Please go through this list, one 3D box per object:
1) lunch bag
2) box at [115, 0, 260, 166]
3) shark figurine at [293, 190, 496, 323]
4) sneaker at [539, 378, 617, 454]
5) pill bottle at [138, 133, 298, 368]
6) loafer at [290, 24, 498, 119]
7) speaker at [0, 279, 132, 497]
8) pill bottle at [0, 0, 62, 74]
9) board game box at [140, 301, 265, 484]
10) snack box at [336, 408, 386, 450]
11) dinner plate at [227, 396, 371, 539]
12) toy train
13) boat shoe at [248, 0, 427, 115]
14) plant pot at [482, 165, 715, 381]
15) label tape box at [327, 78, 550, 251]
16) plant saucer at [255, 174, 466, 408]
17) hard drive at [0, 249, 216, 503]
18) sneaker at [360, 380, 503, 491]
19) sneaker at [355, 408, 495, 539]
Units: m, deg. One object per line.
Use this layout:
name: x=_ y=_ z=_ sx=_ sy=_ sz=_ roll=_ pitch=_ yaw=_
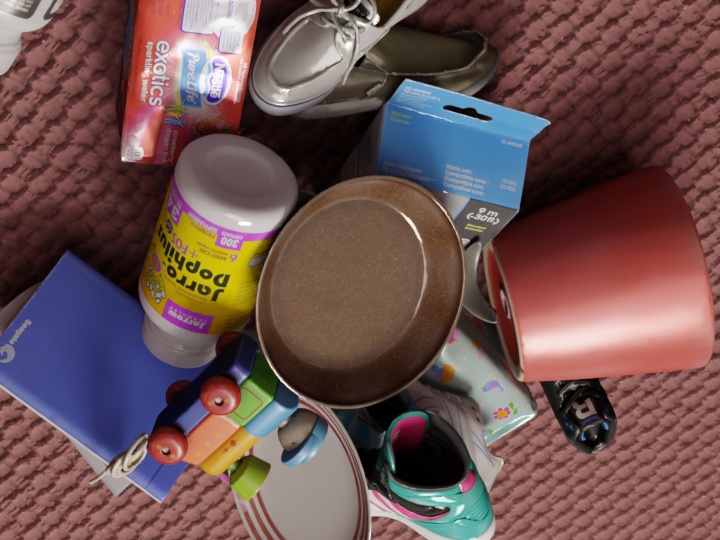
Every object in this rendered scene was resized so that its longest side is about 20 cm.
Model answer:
lunch bag: x=0.049 y=0.120 z=1.318 sx=0.199 sy=0.123 sz=0.170 roll=-35 pitch=123 yaw=18
box: x=-0.144 y=-0.194 z=1.089 sx=0.098 sy=0.096 sz=0.202 roll=4 pitch=122 yaw=-15
shark figurine: x=0.008 y=0.011 z=1.184 sx=0.213 sy=0.090 sz=0.128 roll=21 pitch=146 yaw=-25
sneaker: x=0.217 y=0.105 z=1.346 sx=0.072 sy=0.112 sz=0.201 roll=-27 pitch=124 yaw=5
pill bottle: x=-0.128 y=-0.010 z=1.110 sx=0.103 sy=0.105 sz=0.201 roll=10 pitch=132 yaw=-17
loafer: x=0.024 y=-0.182 z=1.144 sx=0.197 sy=0.076 sz=0.070 roll=-11 pitch=128 yaw=-4
speaker: x=-0.258 y=0.107 z=1.215 sx=0.081 sy=0.081 sz=0.201 roll=-40 pitch=88 yaw=15
pill bottle: x=-0.268 y=-0.259 z=1.009 sx=0.116 sy=0.117 sz=0.201 roll=27 pitch=113 yaw=-26
board game box: x=-0.134 y=0.107 z=1.253 sx=0.199 sy=0.064 sz=0.148 roll=33 pitch=114 yaw=6
snack box: x=-0.016 y=0.201 z=1.328 sx=0.116 sy=0.037 sz=0.199 roll=35 pitch=148 yaw=-18
dinner plate: x=-0.053 y=0.189 z=1.172 sx=0.024 sy=0.200 sz=0.202 roll=-17 pitch=132 yaw=-41
toy train: x=-0.128 y=0.155 z=1.117 sx=0.115 sy=0.085 sz=0.200 roll=40 pitch=115 yaw=-15
boat shoe: x=-0.008 y=-0.207 z=1.071 sx=0.201 sy=0.086 sz=0.075 roll=-38 pitch=87 yaw=-14
plant pot: x=0.216 y=0.015 z=1.236 sx=0.175 sy=0.201 sz=0.202 roll=-13 pitch=124 yaw=-2
label tape box: x=0.064 y=-0.076 z=1.177 sx=0.142 sy=0.067 sz=0.200 roll=12 pitch=150 yaw=-18
plant saucer: x=-0.003 y=0.015 z=1.099 sx=0.198 sy=0.037 sz=0.203 roll=-9 pitch=110 yaw=-26
hard drive: x=-0.221 y=0.094 z=1.171 sx=0.199 sy=0.025 sz=0.133 roll=36 pitch=70 yaw=-4
sneaker: x=0.066 y=0.136 z=1.229 sx=0.087 sy=0.075 sz=0.201 roll=-46 pitch=113 yaw=-28
sneaker: x=0.022 y=0.171 z=1.156 sx=0.198 sy=0.084 sz=0.122 roll=13 pitch=138 yaw=22
